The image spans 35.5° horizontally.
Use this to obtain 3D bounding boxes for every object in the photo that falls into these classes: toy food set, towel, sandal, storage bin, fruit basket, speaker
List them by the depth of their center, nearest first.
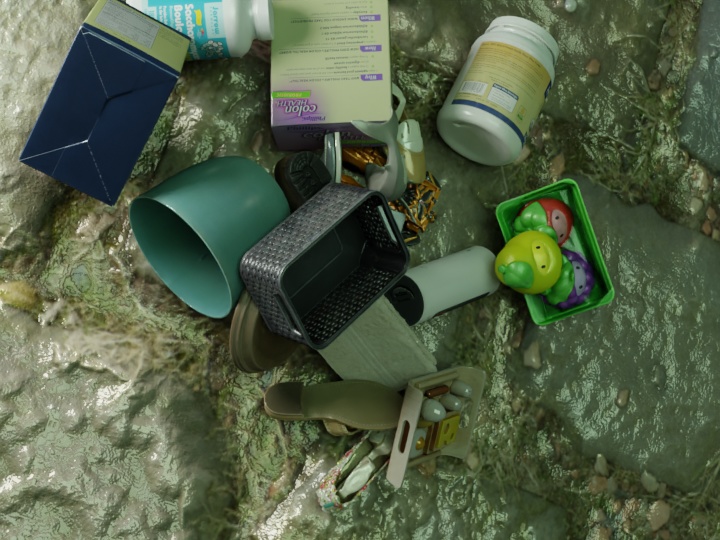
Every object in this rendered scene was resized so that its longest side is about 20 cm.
[{"bbox_3d":[-0.044,-0.009,1.488,0.200,0.093,0.136,-41,124,-25],"label":"storage bin"},{"bbox_3d":[0.013,0.105,1.614,0.200,0.132,0.035,52,22,-35],"label":"towel"},{"bbox_3d":[0.116,0.224,1.624,0.199,0.060,0.145,-6,111,-56],"label":"toy food set"},{"bbox_3d":[-0.035,0.206,1.640,0.209,0.070,0.078,5,57,1],"label":"sandal"},{"bbox_3d":[0.123,0.021,1.677,0.199,0.081,0.082,-18,88,-47],"label":"speaker"},{"bbox_3d":[0.287,-0.024,1.722,0.154,0.216,0.217,-20,89,13],"label":"fruit basket"}]

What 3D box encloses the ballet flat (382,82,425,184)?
[{"bbox_3d":[0.052,-0.224,1.701,0.068,0.063,0.201,-8,61,-42],"label":"ballet flat"}]

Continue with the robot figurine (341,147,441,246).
[{"bbox_3d":[0.035,-0.124,1.717,0.199,0.058,0.146,26,74,-15],"label":"robot figurine"}]

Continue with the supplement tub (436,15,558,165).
[{"bbox_3d":[0.219,-0.282,1.767,0.144,0.144,0.201,31,72,-14],"label":"supplement tub"}]

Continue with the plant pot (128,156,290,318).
[{"bbox_3d":[-0.192,-0.062,1.551,0.161,0.200,0.201,-41,97,-29],"label":"plant pot"}]

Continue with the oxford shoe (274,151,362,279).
[{"bbox_3d":[-0.058,-0.075,1.584,0.072,0.084,0.201,-34,109,-30],"label":"oxford shoe"}]

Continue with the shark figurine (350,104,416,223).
[{"bbox_3d":[0.024,-0.127,1.561,0.089,0.215,0.129,-23,75,-10],"label":"shark figurine"}]

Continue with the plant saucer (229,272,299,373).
[{"bbox_3d":[-0.111,0.055,1.570,0.029,0.200,0.201,23,69,24],"label":"plant saucer"}]

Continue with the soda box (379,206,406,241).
[{"bbox_3d":[0.000,0.000,1.653,0.068,0.063,0.202,17,93,-16],"label":"soda box"}]

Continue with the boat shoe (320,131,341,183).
[{"bbox_3d":[-0.062,-0.107,1.632,0.061,0.073,0.202,7,119,-3],"label":"boat shoe"}]

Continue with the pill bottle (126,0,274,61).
[{"bbox_3d":[-0.224,-0.355,1.593,0.198,0.111,0.112,-4,82,2],"label":"pill bottle"}]

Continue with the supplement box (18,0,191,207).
[{"bbox_3d":[-0.330,-0.229,1.477,0.133,0.200,0.201,27,111,-15],"label":"supplement box"}]

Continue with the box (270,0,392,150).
[{"bbox_3d":[-0.041,-0.289,1.652,0.174,0.097,0.202,-2,74,3],"label":"box"}]

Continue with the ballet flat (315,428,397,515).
[{"bbox_3d":[0.016,0.276,1.643,0.076,0.064,0.200,43,69,-9],"label":"ballet flat"}]
